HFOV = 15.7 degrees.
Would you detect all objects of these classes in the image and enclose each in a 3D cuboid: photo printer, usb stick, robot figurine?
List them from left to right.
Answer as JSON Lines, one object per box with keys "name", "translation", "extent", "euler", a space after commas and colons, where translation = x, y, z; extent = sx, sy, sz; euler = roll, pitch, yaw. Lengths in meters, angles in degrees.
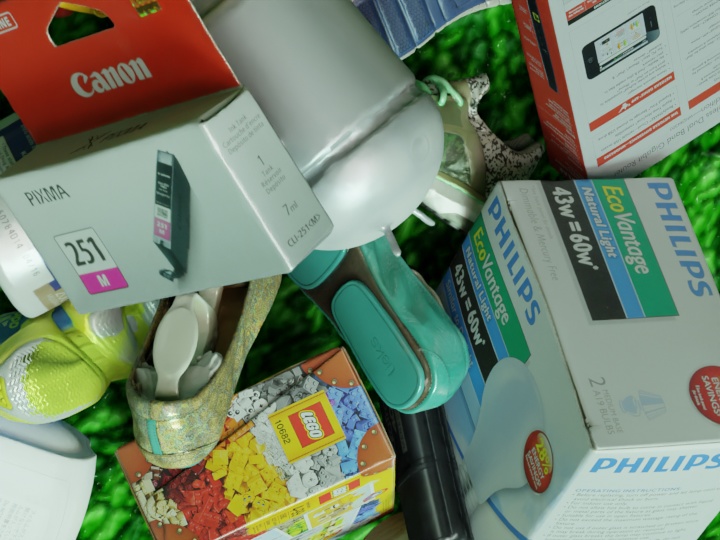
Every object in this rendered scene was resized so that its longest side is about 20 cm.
{"name": "photo printer", "translation": [-0.271, 0.144, 1.602], "extent": [0.200, 0.069, 0.166], "euler": [21, 108, -26]}
{"name": "robot figurine", "translation": [-0.033, -0.093, 1.422], "extent": [0.200, 0.170, 0.113], "euler": [50, 126, 0]}
{"name": "usb stick", "translation": [0.032, 0.088, 1.613], "extent": [0.033, 0.200, 0.055], "euler": [-3, 156, -22]}

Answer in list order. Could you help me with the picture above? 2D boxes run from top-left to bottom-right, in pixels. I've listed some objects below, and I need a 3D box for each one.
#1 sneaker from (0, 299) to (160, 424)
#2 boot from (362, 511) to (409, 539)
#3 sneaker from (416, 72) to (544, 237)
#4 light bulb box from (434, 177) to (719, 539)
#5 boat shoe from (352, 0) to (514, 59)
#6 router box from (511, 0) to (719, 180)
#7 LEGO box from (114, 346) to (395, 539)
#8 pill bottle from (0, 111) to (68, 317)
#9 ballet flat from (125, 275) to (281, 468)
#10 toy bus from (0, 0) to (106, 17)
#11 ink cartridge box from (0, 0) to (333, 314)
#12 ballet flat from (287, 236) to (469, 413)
{"name": "sneaker", "translation": [-0.163, 0.033, 1.590], "extent": [0.200, 0.105, 0.076], "euler": [-20, 108, -41]}
{"name": "boot", "translation": [0.064, 0.215, 1.701], "extent": [0.201, 0.071, 0.144], "euler": [-40, 129, -45]}
{"name": "sneaker", "translation": [0.036, -0.094, 1.595], "extent": [0.200, 0.077, 0.089], "euler": [34, 91, -36]}
{"name": "light bulb box", "translation": [0.130, 0.078, 1.587], "extent": [0.125, 0.198, 0.200], "euler": [-2, 144, -23]}
{"name": "boat shoe", "translation": [0.055, -0.191, 1.543], "extent": [0.200, 0.072, 0.072], "euler": [-27, 124, -14]}
{"name": "router box", "translation": [0.191, -0.163, 1.571], "extent": [0.200, 0.049, 0.180], "euler": [-32, 137, -15]}
{"name": "LEGO box", "translation": [-0.060, 0.129, 1.595], "extent": [0.149, 0.200, 0.077], "euler": [-24, 77, -5]}
{"name": "pill bottle", "translation": [-0.135, -0.066, 1.520], "extent": [0.200, 0.111, 0.111], "euler": [-30, 121, -2]}
{"name": "ballet flat", "translation": [-0.091, 0.021, 1.513], "extent": [0.071, 0.200, 0.071], "euler": [10, 143, 8]}
{"name": "toy bus", "translation": [-0.151, -0.205, 1.402], "extent": [0.136, 0.200, 0.192], "euler": [19, 114, -20]}
{"name": "ink cartridge box", "translation": [-0.127, -0.068, 1.367], "extent": [0.044, 0.200, 0.174], "euler": [-45, 111, -35]}
{"name": "ballet flat", "translation": [0.000, 0.000, 1.592], "extent": [0.067, 0.200, 0.070], "euler": [-44, 161, 33]}
